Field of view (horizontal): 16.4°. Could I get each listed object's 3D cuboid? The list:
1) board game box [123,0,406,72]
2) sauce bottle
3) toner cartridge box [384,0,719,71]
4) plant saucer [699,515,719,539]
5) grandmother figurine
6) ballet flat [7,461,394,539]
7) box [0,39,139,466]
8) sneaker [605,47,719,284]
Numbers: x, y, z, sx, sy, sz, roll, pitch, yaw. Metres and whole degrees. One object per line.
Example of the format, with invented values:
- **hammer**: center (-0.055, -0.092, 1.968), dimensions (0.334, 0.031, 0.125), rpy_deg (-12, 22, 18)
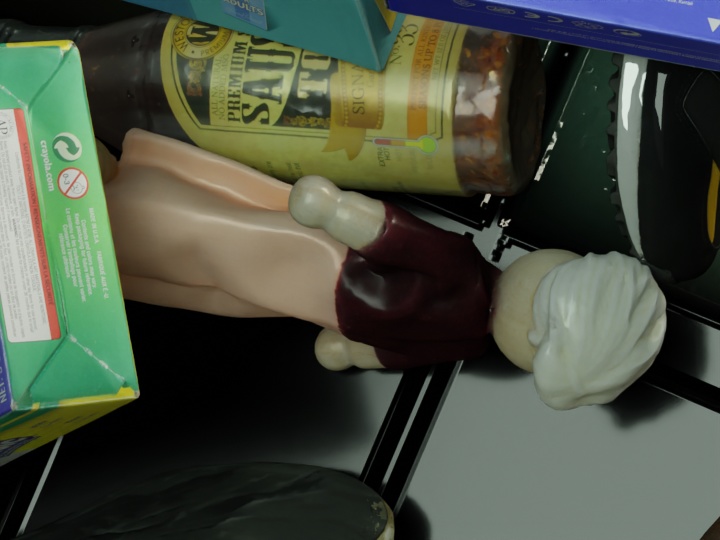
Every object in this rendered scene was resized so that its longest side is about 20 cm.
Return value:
- **board game box**: center (-0.057, -0.163, 0.845), dimensions (0.200, 0.047, 0.151), rpy_deg (16, 65, 20)
- **sauce bottle**: center (-0.039, -0.060, 0.850), dimensions (0.200, 0.066, 0.066), rpy_deg (3, 84, 16)
- **toner cartridge box**: center (0.112, -0.110, 0.752), dimensions (0.200, 0.043, 0.095), rpy_deg (11, 84, 4)
- **plant saucer**: center (0.169, 0.133, 0.748), dimensions (0.200, 0.034, 0.201), rpy_deg (-11, 63, 23)
- **grandmother figurine**: center (0.000, 0.000, 0.805), dimensions (0.200, 0.121, 0.061), rpy_deg (13, 77, 12)
- **ballet flat**: center (-0.080, 0.113, 0.856), dimensions (0.200, 0.057, 0.067), rpy_deg (-17, 36, 13)
- **box**: center (-0.143, 0.009, 0.826), dimensions (0.200, 0.048, 0.118), rpy_deg (-29, 69, 58)
- **sneaker**: center (0.137, -0.091, 0.797), dimensions (0.090, 0.070, 0.201), rpy_deg (10, 85, 19)
